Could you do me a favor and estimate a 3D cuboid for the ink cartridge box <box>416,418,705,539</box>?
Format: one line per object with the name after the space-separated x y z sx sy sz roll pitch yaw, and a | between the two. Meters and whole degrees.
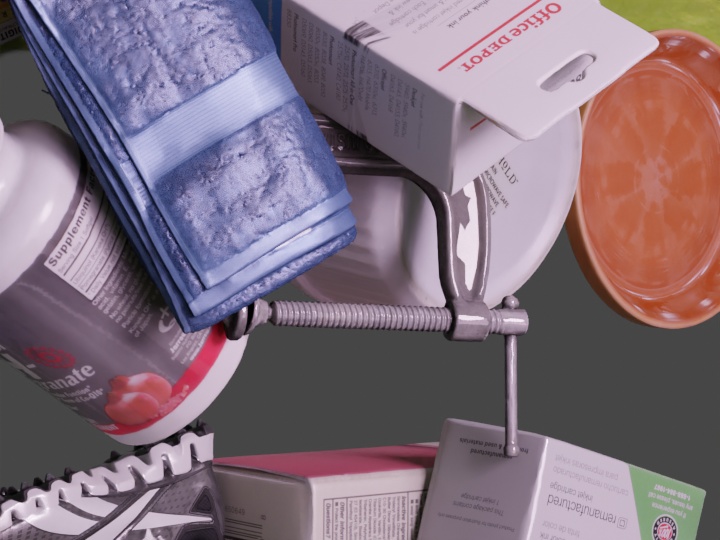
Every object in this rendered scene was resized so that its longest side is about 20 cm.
0.099 0.198 1.189 0.145 0.087 0.201 22 80 -40 | ink cartridge box

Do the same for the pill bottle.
-0.157 -0.006 1.089 0.200 0.110 0.111 41 66 -34 | pill bottle

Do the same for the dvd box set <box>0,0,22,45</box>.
-0.208 -0.214 1.093 0.146 0.029 0.201 -29 109 -37 | dvd box set

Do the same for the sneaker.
-0.145 0.147 1.124 0.199 0.066 0.091 -17 87 -41 | sneaker

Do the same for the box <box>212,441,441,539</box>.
0.012 0.170 1.241 0.199 0.109 0.129 0 91 -41 | box

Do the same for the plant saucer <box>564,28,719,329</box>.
0.204 -0.061 1.455 0.200 0.032 0.202 0 90 -41 | plant saucer

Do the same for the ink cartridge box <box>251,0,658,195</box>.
0.041 -0.116 1.113 0.116 0.200 0.067 -36 148 -33 | ink cartridge box

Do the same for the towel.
-0.086 -0.081 1.045 0.111 0.049 0.201 -30 95 -16 | towel

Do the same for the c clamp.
0.000 0.000 1.112 0.199 0.027 0.172 8 78 -20 | c clamp

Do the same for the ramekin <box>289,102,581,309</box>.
0.042 -0.062 1.237 0.202 0.094 0.203 -22 123 -39 | ramekin
